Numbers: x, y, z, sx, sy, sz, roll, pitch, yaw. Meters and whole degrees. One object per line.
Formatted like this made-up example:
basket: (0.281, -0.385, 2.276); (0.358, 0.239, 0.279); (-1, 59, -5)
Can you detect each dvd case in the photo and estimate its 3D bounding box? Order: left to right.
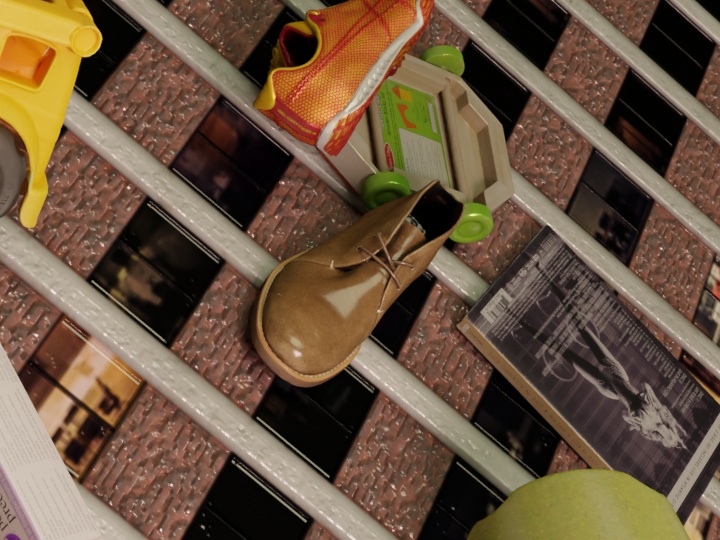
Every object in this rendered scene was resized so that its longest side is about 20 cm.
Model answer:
dvd case: (0.164, 0.074, 1.518); (0.200, 0.016, 0.149); (46, 37, 0)

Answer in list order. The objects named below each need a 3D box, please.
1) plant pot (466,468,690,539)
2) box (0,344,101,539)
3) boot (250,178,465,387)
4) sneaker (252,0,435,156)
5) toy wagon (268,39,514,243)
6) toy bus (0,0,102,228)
plant pot: (0.134, 0.219, 1.246); (0.200, 0.200, 0.184); (23, 32, -28)
box: (-0.202, 0.065, 1.163); (0.041, 0.039, 0.200); (-14, 67, -48)
boot: (0.000, 0.000, 1.382); (0.074, 0.075, 0.200); (47, 39, -2)
sneaker: (-0.006, -0.151, 1.451); (0.077, 0.073, 0.200); (34, 36, 1)
toy wagon: (0.016, -0.102, 1.515); (0.200, 0.040, 0.156); (19, 46, -30)
toy bus: (-0.234, -0.135, 1.161); (0.200, 0.192, 0.136); (14, 27, -32)
